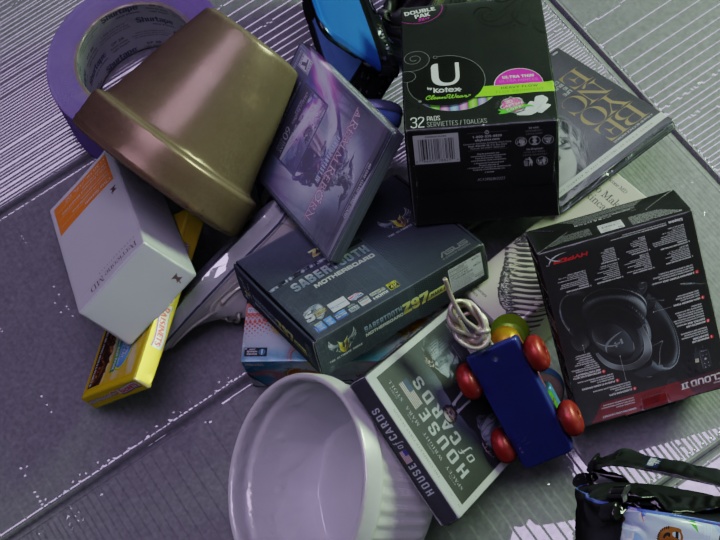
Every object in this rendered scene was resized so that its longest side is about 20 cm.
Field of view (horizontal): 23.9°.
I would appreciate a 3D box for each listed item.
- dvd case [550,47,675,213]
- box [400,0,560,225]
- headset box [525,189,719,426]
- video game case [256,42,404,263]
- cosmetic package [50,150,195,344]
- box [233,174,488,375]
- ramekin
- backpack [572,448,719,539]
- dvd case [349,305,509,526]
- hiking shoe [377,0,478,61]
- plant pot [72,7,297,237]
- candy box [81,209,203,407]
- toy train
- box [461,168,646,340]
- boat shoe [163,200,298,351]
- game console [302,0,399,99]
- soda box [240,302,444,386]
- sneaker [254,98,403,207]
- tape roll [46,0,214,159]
[{"bbox_3d":[0.204,-0.148,1.743,0.149,0.016,0.200,-36,42,-10],"label":"dvd case"},{"bbox_3d":[0.116,-0.159,1.673,0.148,0.125,0.200,-4,43,3],"label":"box"},{"bbox_3d":[0.253,0.045,1.594,0.148,0.201,0.077,-17,19,2],"label":"headset box"},{"bbox_3d":[-0.040,-0.118,1.671,0.200,0.019,0.143,49,118,47],"label":"video game case"},{"bbox_3d":[-0.242,-0.028,1.709,0.101,0.071,0.200,-46,35,12],"label":"cosmetic package"},{"bbox_3d":[0.000,0.000,1.655,0.200,0.051,0.158,-29,41,-18],"label":"box"},{"bbox_3d":[-0.021,0.198,1.552,0.200,0.105,0.201,-15,69,47],"label":"ramekin"},{"bbox_3d":[0.283,0.247,1.477,0.190,0.200,0.155,1,94,2],"label":"backpack"},{"bbox_3d":[0.080,0.128,1.553,0.025,0.200,0.151,-34,91,30],"label":"dvd case"},{"bbox_3d":[0.093,-0.320,1.842,0.076,0.101,0.200,30,72,21],"label":"hiking shoe"},{"bbox_3d":[-0.154,-0.157,1.684,0.200,0.200,0.175,38,92,24],"label":"plant pot"},{"bbox_3d":[-0.218,0.037,1.716,0.102,0.026,0.200,-20,46,46],"label":"candy box"},{"bbox_3d":[0.132,0.070,1.557,0.084,0.116,0.200,-24,105,17],"label":"toy train"},{"bbox_3d":[0.199,-0.007,1.679,0.200,0.068,0.082,-40,57,-11],"label":"box"},{"bbox_3d":[-0.133,0.021,1.725,0.200,0.071,0.070,-45,102,2],"label":"boat shoe"},{"bbox_3d":[-0.046,-0.267,1.783,0.118,0.171,0.200,0,57,-28],"label":"game console"},{"bbox_3d":[-0.014,0.073,1.682,0.199,0.064,0.069,-1,63,10],"label":"soda box"},{"bbox_3d":[-0.030,-0.111,1.743,0.200,0.074,0.082,-29,60,38],"label":"sneaker"},{"bbox_3d":[-0.235,-0.214,1.855,0.199,0.085,0.201,-4,63,7],"label":"tape roll"}]
